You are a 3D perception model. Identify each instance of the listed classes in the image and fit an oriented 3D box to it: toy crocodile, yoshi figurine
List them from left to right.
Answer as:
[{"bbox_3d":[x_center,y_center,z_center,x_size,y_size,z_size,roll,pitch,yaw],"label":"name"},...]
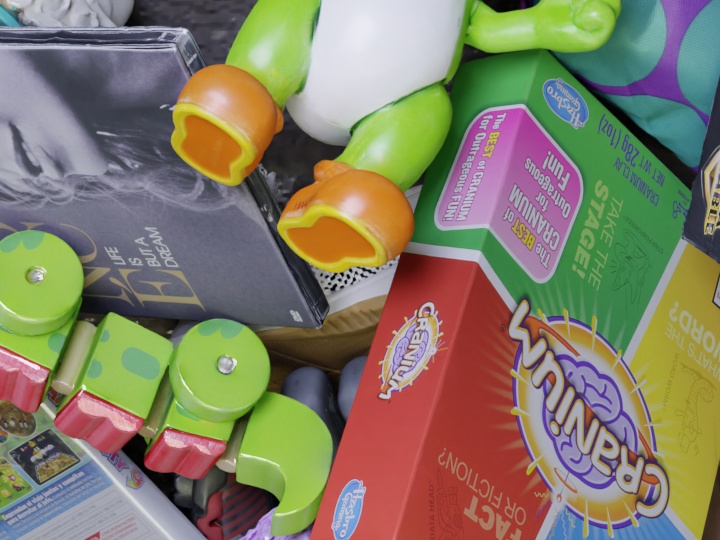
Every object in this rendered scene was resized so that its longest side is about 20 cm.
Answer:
[{"bbox_3d":[-0.100,0.041,0.852,0.199,0.062,0.068,25,150,-8],"label":"toy crocodile"},{"bbox_3d":[0.029,-0.103,0.741,0.111,0.200,0.113,20,153,35],"label":"yoshi figurine"}]

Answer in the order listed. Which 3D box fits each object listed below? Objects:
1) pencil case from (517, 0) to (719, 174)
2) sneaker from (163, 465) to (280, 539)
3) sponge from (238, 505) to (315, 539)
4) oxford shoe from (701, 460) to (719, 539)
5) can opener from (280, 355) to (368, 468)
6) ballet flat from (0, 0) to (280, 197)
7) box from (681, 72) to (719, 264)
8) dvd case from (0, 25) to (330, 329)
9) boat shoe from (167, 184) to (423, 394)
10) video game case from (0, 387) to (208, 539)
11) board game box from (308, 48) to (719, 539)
[{"bbox_3d":[0.148,-0.065,0.838,0.199,0.086,0.092,33,135,-25],"label":"pencil case"},{"bbox_3d":[-0.031,0.139,0.997,0.097,0.071,0.202,-14,123,-1],"label":"sneaker"},{"bbox_3d":[0.009,0.174,0.940,0.199,0.030,0.111,33,118,-32],"label":"sponge"},{"bbox_3d":[0.134,0.076,0.897,0.072,0.202,0.071,-10,160,25],"label":"oxford shoe"},{"bbox_3d":[0.020,0.108,0.946,0.052,0.067,0.201,-13,133,17],"label":"can opener"},{"bbox_3d":[-0.098,-0.070,0.844,0.071,0.072,0.200,-27,125,18],"label":"ballet flat"},{"bbox_3d":[0.229,-0.089,0.785,0.199,0.050,0.200,7,105,-22],"label":"box"},{"bbox_3d":[-0.124,-0.034,0.832,0.199,0.016,0.149,4,141,28],"label":"dvd case"},{"bbox_3d":[0.000,0.000,0.898,0.199,0.070,0.071,-19,152,34],"label":"boat shoe"},{"bbox_3d":[-0.157,0.099,0.946,0.143,0.018,0.200,-30,110,36],"label":"video game case"},{"bbox_3d":[0.069,0.047,0.781,0.040,0.201,0.153,-9,144,43],"label":"board game box"}]
